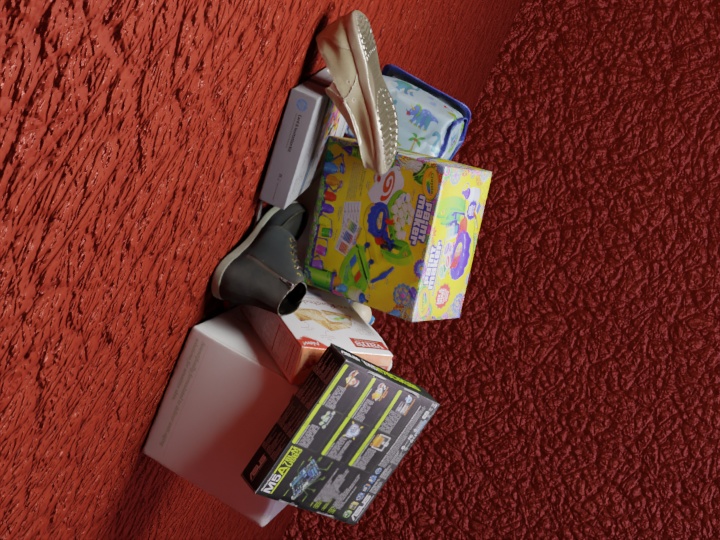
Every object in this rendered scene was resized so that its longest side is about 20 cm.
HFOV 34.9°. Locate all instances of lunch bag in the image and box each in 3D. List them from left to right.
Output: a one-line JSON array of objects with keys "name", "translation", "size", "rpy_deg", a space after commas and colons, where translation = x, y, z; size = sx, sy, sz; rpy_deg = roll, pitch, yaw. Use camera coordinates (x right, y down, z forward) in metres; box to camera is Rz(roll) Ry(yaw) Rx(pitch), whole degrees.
[{"name": "lunch bag", "translation": [0.081, -0.239, 1.827], "size": [0.128, 0.169, 0.200], "rpy_deg": [-62, 173, 13]}]

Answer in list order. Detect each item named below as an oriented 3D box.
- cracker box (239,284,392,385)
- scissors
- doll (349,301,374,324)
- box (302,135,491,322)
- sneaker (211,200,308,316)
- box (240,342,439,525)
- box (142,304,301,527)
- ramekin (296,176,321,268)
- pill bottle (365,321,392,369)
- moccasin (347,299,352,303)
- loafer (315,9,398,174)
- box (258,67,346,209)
[{"name": "cracker box", "translation": [-0.061, 0.079, 1.492], "size": [0.200, 0.133, 0.058], "rpy_deg": [48, -56, 53]}, {"name": "scissors", "translation": [-0.145, -0.033, 1.541], "size": [0.073, 0.014, 0.202], "rpy_deg": [-34, 147, -61]}, {"name": "doll", "translation": [-0.035, 0.095, 1.749], "size": [0.135, 0.049, 0.200], "rpy_deg": [-14, 161, -31]}, {"name": "box", "translation": [0.045, -0.057, 1.514], "size": [0.121, 0.191, 0.202], "rpy_deg": [-1, 106, -53]}, {"name": "sneaker", "translation": [-0.097, -0.011, 1.489], "size": [0.200, 0.105, 0.075], "rpy_deg": [-51, 154, -41]}, {"name": "box", "translation": [-0.022, 0.209, 1.425], "size": [0.192, 0.047, 0.201], "rpy_deg": [28, 99, -41]}, {"name": "box", "translation": [-0.143, 0.187, 1.522], "size": [0.201, 0.199, 0.171], "rpy_deg": [-65, 168, 15]}, {"name": "ramekin", "translation": [-0.065, -0.063, 1.669], "size": [0.202, 0.097, 0.201], "rpy_deg": [-63, 172, -15]}, {"name": "pill bottle", "translation": [-0.059, 0.161, 1.642], "size": [0.200, 0.111, 0.111], "rpy_deg": [-43, 179, 17]}, {"name": "moccasin", "translation": [-0.055, 0.034, 1.790], "size": [0.200, 0.080, 0.069], "rpy_deg": [-152, -133, -66]}, {"name": "loafer", "translation": [-0.004, -0.215, 1.404], "size": [0.076, 0.068, 0.202], "rpy_deg": [-44, 125, -62]}, {"name": "box", "translation": [-0.061, -0.185, 1.501], "size": [0.200, 0.041, 0.157], "rpy_deg": [-53, 165, -62]}]
